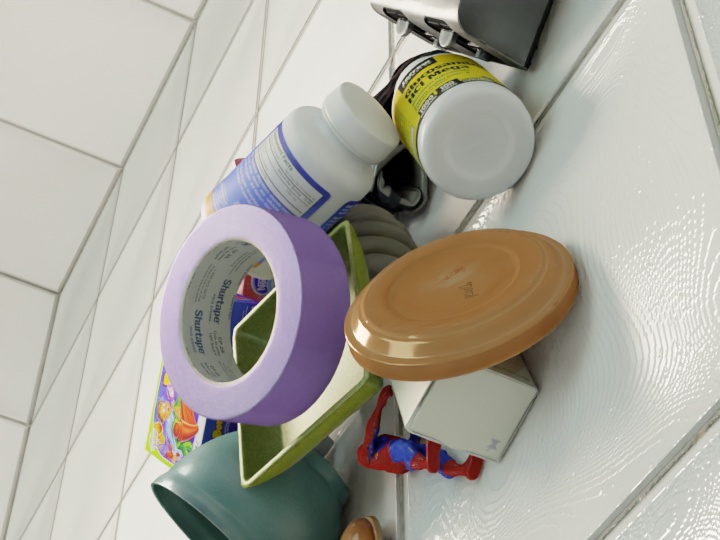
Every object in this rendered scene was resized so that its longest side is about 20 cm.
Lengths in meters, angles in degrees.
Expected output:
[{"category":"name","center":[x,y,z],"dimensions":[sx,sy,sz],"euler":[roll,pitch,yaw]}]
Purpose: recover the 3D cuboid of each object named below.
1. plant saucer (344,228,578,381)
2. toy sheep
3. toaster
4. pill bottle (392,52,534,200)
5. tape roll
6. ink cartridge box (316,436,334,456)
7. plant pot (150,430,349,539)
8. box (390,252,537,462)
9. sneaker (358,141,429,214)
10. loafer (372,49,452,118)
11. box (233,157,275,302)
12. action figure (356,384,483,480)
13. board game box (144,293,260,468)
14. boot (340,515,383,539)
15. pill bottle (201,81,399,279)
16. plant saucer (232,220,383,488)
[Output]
[{"category":"plant saucer","center":[0.080,0.020,1.254],"dimensions":[0.199,0.033,0.201],"euler":[-17,28,9]},{"category":"toy sheep","center":[0.000,0.000,1.578],"dimensions":[0.138,0.137,0.201],"euler":[-59,30,30]},{"category":"toaster","center":[0.119,-0.316,1.531],"dimensions":[0.181,0.118,0.201],"euler":[28,99,55]},{"category":"pill bottle","center":[0.093,-0.150,1.494],"dimensions":[0.113,0.112,0.200],"euler":[-65,18,14]},{"category":"tape roll","center":[-0.101,0.042,1.420],"dimensions":[0.199,0.065,0.202],"euler":[-12,73,43]},{"category":"ink cartridge box","center":[-0.128,0.227,1.709],"dimensions":[0.068,0.116,0.201],"euler":[-23,-27,-51]},{"category":"plant pot","center":[-0.096,0.237,1.539],"dimensions":[0.134,0.200,0.200],"euler":[-46,10,-19]},{"category":"box","center":[0.078,0.072,1.321],"dimensions":[0.078,0.094,0.200],"euler":[-62,20,19]},{"category":"sneaker","center":[0.009,-0.065,1.707],"dimensions":[0.203,0.076,0.146],"euler":[-63,16,11]},{"category":"loafer","center":[0.056,-0.185,1.645],"dimensions":[0.063,0.072,0.200],"euler":[-22,15,49]},{"category":"box","center":[-0.095,-0.023,1.710],"dimensions":[0.095,0.102,0.201],"euler":[-110,23,-46]},{"category":"action figure","center":[0.050,0.139,1.378],"dimensions":[0.200,0.065,0.100],"euler":[160,122,-67]},{"category":"board game box","center":[-0.172,0.119,1.655],"dimensions":[0.134,0.044,0.202],"euler":[19,99,57]},{"category":"boot","center":[-0.070,0.305,1.396],"dimensions":[0.202,0.154,0.074],"euler":[-71,17,-7]},{"category":"pill bottle","center":[-0.057,-0.093,1.519],"dimensions":[0.200,0.112,0.112],"euler":[-42,27,23]},{"category":"plant saucer","center":[-0.045,0.086,1.464],"dimensions":[0.200,0.048,0.201],"euler":[-44,37,33]}]
